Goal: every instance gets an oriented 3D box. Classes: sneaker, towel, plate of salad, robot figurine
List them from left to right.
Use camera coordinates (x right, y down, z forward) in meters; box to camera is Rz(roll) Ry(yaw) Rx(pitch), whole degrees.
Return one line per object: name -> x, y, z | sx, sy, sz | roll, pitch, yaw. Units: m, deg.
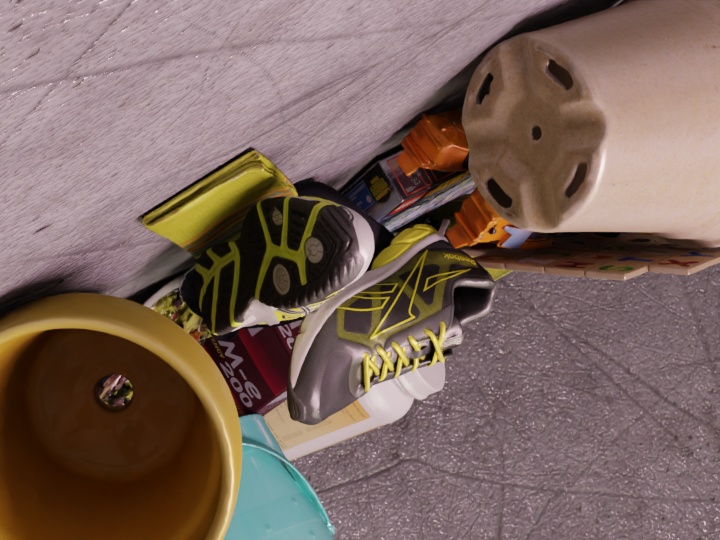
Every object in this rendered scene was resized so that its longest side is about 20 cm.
plate of salad -> -0.164, 0.089, 1.641 | 0.200, 0.048, 0.200 | -50, 163, -21
towel -> -0.087, -0.039, 1.405 | 0.086, 0.018, 0.200 | -33, 174, 2
sneaker -> -0.040, -0.009, 1.424 | 0.076, 0.076, 0.200 | -10, 176, -30
sneaker -> 0.023, 0.041, 1.510 | 0.200, 0.084, 0.075 | -47, 149, -35
robot figurine -> 0.121, -0.074, 1.622 | 0.199, 0.146, 0.058 | -8, 150, -50

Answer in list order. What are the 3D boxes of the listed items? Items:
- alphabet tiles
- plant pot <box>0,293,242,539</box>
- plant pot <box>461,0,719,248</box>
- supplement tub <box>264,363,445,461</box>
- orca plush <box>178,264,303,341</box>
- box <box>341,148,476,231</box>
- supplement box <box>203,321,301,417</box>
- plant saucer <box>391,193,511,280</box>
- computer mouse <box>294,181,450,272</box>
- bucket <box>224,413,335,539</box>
alphabet tiles -> 0.178, -0.016, 1.610 | 0.199, 0.006, 0.166 | 5, -166, 35
plant pot -> -0.171, 0.102, 1.391 | 0.200, 0.202, 0.189 | -32, -170, 9
plant pot -> 0.177, -0.105, 1.507 | 0.183, 0.202, 0.200 | -10, 161, -42
supplement tub -> -0.038, 0.084, 1.933 | 0.199, 0.145, 0.144 | -22, 177, 16
orca plush -> -0.053, 0.031, 1.638 | 0.105, 0.071, 0.200 | -52, 151, 4
box -> 0.064, -0.080, 1.731 | 0.199, 0.040, 0.137 | -27, 174, -35
supplement box -> -0.110, 0.074, 1.787 | 0.061, 0.109, 0.200 | -23, 169, -46
plant saucer -> 0.058, -0.026, 1.838 | 0.198, 0.048, 0.200 | -3, -167, 36
computer mouse -> 0.000, 0.000, 1.578 | 0.200, 0.053, 0.139 | 32, 83, -53
bucket -> -0.129, 0.214, 1.738 | 0.206, 0.136, 0.207 | -26, 169, -5
